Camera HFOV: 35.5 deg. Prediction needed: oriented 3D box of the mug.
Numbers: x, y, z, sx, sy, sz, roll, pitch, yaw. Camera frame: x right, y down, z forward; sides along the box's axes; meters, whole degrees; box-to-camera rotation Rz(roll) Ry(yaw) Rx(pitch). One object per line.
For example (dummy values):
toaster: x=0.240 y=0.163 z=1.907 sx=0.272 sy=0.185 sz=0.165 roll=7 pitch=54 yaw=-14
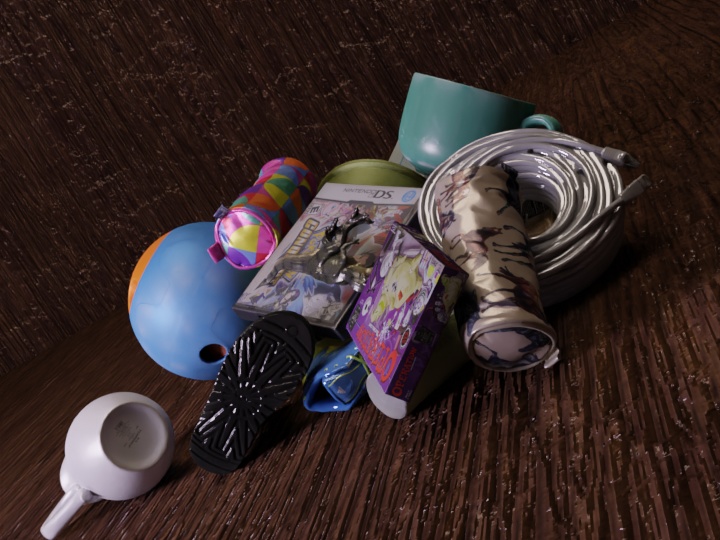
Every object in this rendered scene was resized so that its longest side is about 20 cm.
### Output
mug: x=0.129 y=-0.159 z=1.338 sx=0.152 sy=0.115 sz=0.185 roll=10 pitch=12 yaw=-27

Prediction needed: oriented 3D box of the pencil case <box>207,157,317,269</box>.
pencil case: x=-0.117 y=-0.073 z=1.391 sx=0.088 sy=0.088 sz=0.200 roll=-27 pitch=14 yaw=25

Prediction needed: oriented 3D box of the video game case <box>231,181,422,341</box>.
video game case: x=-0.028 y=-0.017 z=1.247 sx=0.181 sy=0.026 sz=0.200 roll=8 pitch=55 yaw=47

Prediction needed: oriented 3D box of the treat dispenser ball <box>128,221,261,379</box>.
treat dispenser ball: x=-0.195 y=0.039 z=1.437 sx=0.201 sy=0.201 sz=0.201 roll=-30 pitch=10 yaw=6

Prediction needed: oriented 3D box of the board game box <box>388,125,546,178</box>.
board game box: x=0.140 y=-0.145 z=1.473 sx=0.200 sy=0.064 sz=0.148 roll=26 pitch=92 yaw=41

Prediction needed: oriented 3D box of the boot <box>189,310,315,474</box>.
boot: x=-0.109 y=0.108 z=1.229 sx=0.211 sy=0.079 sz=0.158 roll=-54 pitch=2 yaw=21

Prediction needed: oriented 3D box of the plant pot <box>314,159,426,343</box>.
plant pot: x=0.000 y=0.000 z=1.370 sx=0.200 sy=0.200 sz=0.190 roll=-23 pitch=25 yaw=39

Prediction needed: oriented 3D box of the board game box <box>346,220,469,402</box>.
board game box: x=0.037 y=0.030 z=1.014 sx=0.200 sy=0.032 sz=0.120 roll=-130 pitch=59 yaw=-74

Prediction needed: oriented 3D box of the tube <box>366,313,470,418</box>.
tube: x=0.090 y=0.070 z=1.086 sx=0.200 sy=0.058 sz=0.052 roll=-36 pitch=-28 yaw=-36

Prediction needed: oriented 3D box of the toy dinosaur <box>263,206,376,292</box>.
toy dinosaur: x=-0.029 y=-0.019 z=1.191 sx=0.200 sy=0.047 sz=0.088 roll=5 pitch=60 yaw=50

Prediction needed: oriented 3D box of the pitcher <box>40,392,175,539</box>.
pitcher: x=-0.304 y=0.233 z=1.319 sx=0.200 sy=0.121 sz=0.172 roll=-36 pitch=22 yaw=58

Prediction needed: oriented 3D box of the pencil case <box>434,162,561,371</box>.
pencil case: x=0.120 y=-0.003 z=0.988 sx=0.078 sy=0.089 sz=0.200 roll=108 pitch=162 yaw=-47

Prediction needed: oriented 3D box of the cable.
cable: x=0.160 y=-0.055 z=1.114 sx=0.200 sy=0.069 sz=0.200 roll=31 pitch=69 yaw=33

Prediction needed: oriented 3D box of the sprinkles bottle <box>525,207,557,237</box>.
sprinkles bottle: x=0.140 y=-0.003 z=1.217 sx=0.200 sy=0.068 sz=0.068 roll=-25 pitch=12 yaw=33

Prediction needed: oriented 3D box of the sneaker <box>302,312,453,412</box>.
sneaker: x=0.018 y=0.091 z=1.157 sx=0.200 sy=0.076 sz=0.105 roll=-34 pitch=19 yaw=28

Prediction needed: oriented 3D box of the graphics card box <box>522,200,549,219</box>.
graphics card box: x=0.179 y=-0.080 z=1.312 sx=0.200 sy=0.051 sz=0.125 roll=-20 pitch=4 yaw=-21
